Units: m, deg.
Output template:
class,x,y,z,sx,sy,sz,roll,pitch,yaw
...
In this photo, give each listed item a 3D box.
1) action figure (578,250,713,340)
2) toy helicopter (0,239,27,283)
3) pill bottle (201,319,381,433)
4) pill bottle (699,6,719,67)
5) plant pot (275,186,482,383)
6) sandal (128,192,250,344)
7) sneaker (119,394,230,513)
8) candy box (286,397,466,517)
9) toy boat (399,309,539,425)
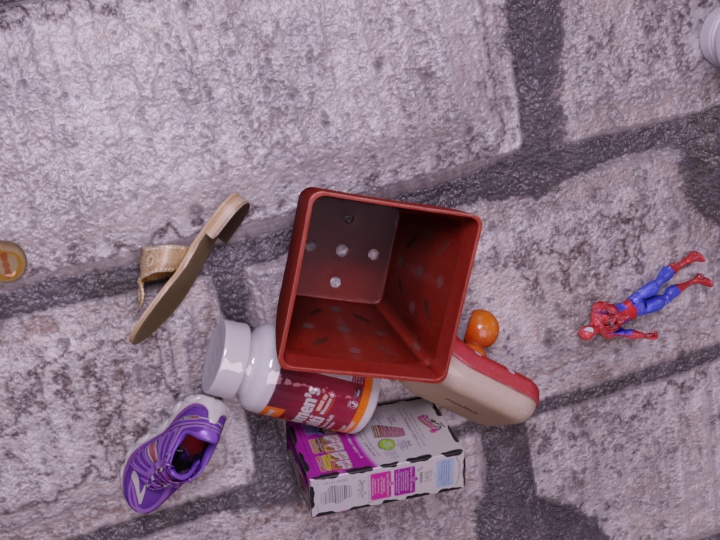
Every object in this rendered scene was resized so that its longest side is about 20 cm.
class,x,y,z,sx,sy,sz,roll,pitch,yaw
action figure,0.390,0.050,1.350,0.200,0.099,0.065,-27,111,-4
toy helicopter,-0.437,-0.065,1.098,0.132,0.079,0.200,-47,124,-8
pill bottle,-0.084,0.127,1.227,0.200,0.110,0.110,15,102,-20
pill bottle,0.504,-0.278,1.222,0.111,0.200,0.111,-5,108,-14
plant pot,0.000,0.000,1.176,0.200,0.176,0.200,8,104,-18
sandal,-0.221,-0.016,1.179,0.070,0.078,0.212,38,86,8
sneaker,-0.232,0.232,1.214,0.081,0.083,0.200,27,121,-19
candy box,0.017,0.232,1.273,0.200,0.136,0.061,-8,116,-13
toy boat,0.141,0.110,1.297,0.200,0.130,0.131,28,67,-23
